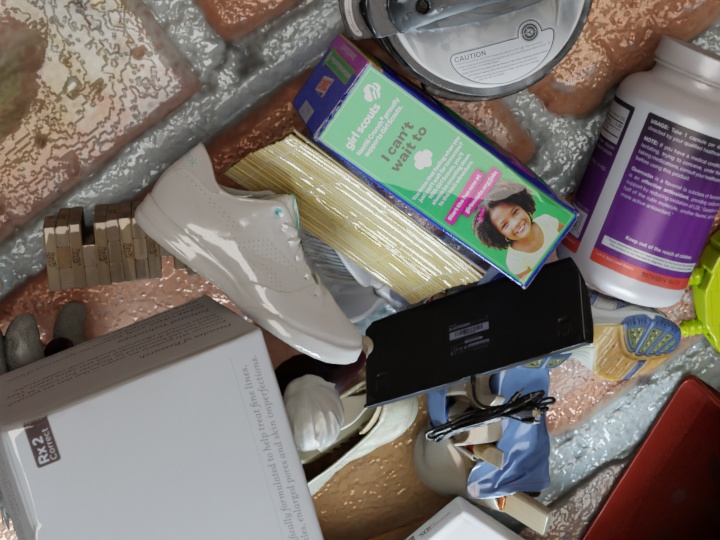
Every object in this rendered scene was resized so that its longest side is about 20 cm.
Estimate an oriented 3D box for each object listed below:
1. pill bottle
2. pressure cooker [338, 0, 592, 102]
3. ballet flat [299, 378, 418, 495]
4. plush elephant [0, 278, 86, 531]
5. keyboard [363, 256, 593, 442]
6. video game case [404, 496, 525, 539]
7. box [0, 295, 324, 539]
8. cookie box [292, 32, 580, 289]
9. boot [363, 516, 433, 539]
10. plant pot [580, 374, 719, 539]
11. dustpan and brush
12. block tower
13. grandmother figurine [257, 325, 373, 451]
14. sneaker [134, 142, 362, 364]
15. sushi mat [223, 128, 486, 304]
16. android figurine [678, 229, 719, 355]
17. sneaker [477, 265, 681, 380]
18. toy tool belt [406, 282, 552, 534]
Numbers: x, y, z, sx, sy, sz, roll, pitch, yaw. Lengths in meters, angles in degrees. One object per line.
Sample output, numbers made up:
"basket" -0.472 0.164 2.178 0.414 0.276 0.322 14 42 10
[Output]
"pill bottle" 0.240 -0.080 1.314 0.111 0.113 0.202 18 105 -12
"pressure cooker" 0.078 -0.218 1.206 0.178 0.200 0.177 31 98 -14
"ballet flat" -0.042 0.143 1.357 0.199 0.068 0.062 -37 152 19
"plush elephant" -0.248 0.089 1.299 0.154 0.165 0.202 -17 74 -40
"keyboard" 0.088 0.072 1.249 0.198 0.128 0.021 -19 146 30
"video game case" 0.079 0.293 1.410 0.182 0.024 0.200 -41 129 15
"box" -0.153 0.152 1.187 0.198 0.130 0.201 -21 108 -19
"cookie box" 0.053 -0.089 1.260 0.199 0.171 0.076 33 98 -15
"boot" 0.001 0.238 1.374 0.197 0.069 0.190 -12 134 0
"plant pot" 0.333 0.243 1.391 0.175 0.200 0.201 25 104 -24
"dustpan and brush" 0.000 0.000 1.329 0.200 0.057 0.141 51 54 -48
"block tower" -0.152 -0.027 1.316 0.197 0.054 0.059 -5 109 -6
"grandmother figurine" -0.044 0.085 1.285 0.121 0.200 0.061 -32 108 5
"sneaker" -0.064 -0.012 1.205 0.199 0.075 0.089 38 94 -14
"sushi mat" -0.004 -0.037 1.227 0.199 0.095 0.012 35 60 -26
"android figurine" 0.365 0.014 1.394 0.197 0.041 0.184 -11 109 -6
"sneaker" 0.181 0.032 1.333 0.199 0.089 0.075 11 128 -40
"toy tool belt" 0.113 0.109 1.345 0.124 0.122 0.202 -17 111 -30
